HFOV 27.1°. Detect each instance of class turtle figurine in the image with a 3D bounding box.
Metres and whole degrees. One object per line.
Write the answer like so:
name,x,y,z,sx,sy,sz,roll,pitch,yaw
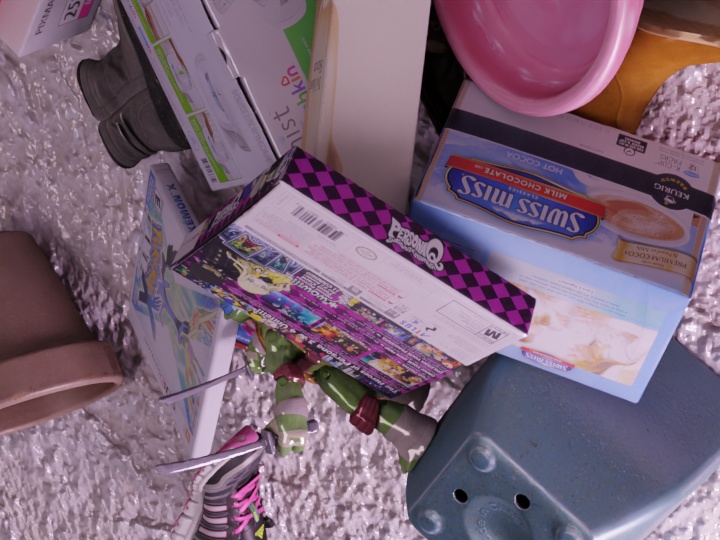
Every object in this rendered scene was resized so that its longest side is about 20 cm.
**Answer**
turtle figurine,-0.050,0.102,1.174,0.193,0.201,0.144,28,166,-14

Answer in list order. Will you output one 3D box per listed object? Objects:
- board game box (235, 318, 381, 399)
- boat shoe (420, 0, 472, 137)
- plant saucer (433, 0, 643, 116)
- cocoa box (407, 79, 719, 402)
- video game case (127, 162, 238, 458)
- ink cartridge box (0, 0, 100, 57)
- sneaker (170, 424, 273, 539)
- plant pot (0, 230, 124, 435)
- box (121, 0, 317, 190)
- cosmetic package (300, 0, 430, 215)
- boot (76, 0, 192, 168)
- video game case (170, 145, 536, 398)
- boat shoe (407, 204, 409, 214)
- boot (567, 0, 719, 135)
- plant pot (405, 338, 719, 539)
board game box,-0.032,0.053,1.287,0.199,0.019,0.103,21,133,3
boat shoe,0.055,-0.180,1.127,0.072,0.072,0.201,-8,108,36
plant saucer,0.122,-0.206,1.000,0.200,0.051,0.202,32,131,46
cocoa box,0.136,-0.020,1.064,0.199,0.132,0.134,20,141,6
video game case,-0.162,0.037,1.339,0.183,0.022,0.201,59,148,35
ink cartridge box,-0.265,-0.262,1.236,0.044,0.173,0.200,41,129,10
sneaker,-0.119,0.229,1.447,0.087,0.074,0.200,38,133,13
plant pot,-0.350,0.059,1.462,0.200,0.200,0.176,-25,79,39
box,-0.096,-0.175,1.170,0.201,0.096,0.176,65,157,-9
cosmetic package,0.002,-0.136,1.050,0.071,0.105,0.201,6,91,-8
boot,-0.209,-0.187,1.310,0.130,0.068,0.201,-5,108,42
video game case,-0.009,0.009,1.028,0.199,0.036,0.181,31,149,-17
boat shoe,-0.044,-0.024,1.277,0.199,0.063,0.071,-23,97,38
boot,0.192,-0.126,1.071,0.200,0.071,0.145,16,126,34
plant pot,0.146,0.149,1.146,0.196,0.200,0.196,42,129,10
